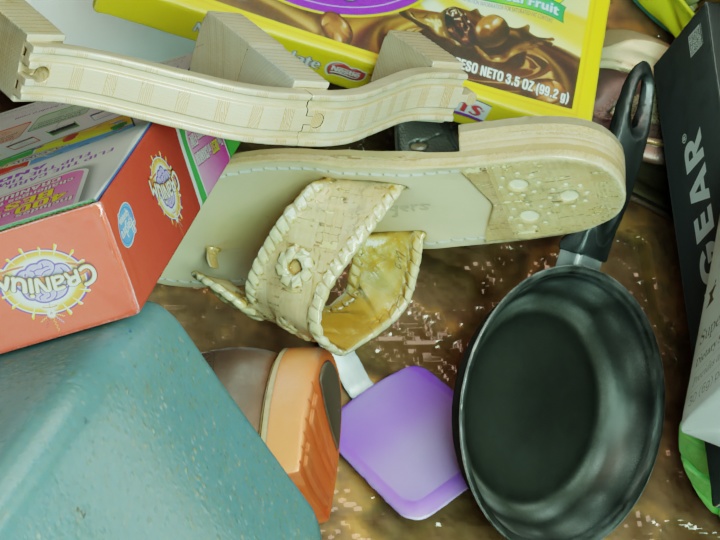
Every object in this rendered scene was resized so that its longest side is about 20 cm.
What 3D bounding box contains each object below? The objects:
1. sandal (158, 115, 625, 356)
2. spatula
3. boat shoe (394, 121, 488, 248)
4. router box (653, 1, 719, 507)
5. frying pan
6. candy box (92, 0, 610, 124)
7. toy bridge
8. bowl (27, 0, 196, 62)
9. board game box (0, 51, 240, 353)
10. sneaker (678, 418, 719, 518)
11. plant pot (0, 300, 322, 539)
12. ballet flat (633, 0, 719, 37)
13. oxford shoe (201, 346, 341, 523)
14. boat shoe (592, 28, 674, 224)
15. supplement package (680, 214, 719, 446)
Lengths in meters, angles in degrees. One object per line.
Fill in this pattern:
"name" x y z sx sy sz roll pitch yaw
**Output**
"sandal" -0.002 -0.003 1.045 0.212 0.078 0.070 -11 53 19
"spatula" -0.021 0.018 1.116 0.057 0.021 0.200 -33 72 -23
"boat shoe" 0.042 -0.101 1.169 0.076 0.072 0.200 2 66 4
"router box" 0.206 -0.001 1.070 0.157 0.052 0.200 6 61 -19
"frying pan" 0.073 0.018 1.077 0.115 0.031 0.190 -11 100 -40
"candy box" 0.001 -0.119 1.090 0.200 0.026 0.102 16 56 -8
"toy bridge" -0.035 -0.067 0.975 0.200 0.027 0.067 1 27 -38
"bowl" -0.090 -0.131 1.144 0.201 0.090 0.201 5 61 -10
"board game box" -0.134 -0.015 0.972 0.153 0.200 0.040 -16 106 13
"sneaker" 0.218 0.078 1.111 0.200 0.077 0.084 14 53 -16
"plant pot" -0.119 0.121 0.909 0.196 0.196 0.200 57 45 -29
"ballet flat" 0.174 -0.113 1.205 0.067 0.067 0.200 -26 69 -20
"oxford shoe" -0.059 0.119 1.034 0.073 0.071 0.200 3 55 15
"boat shoe" 0.165 -0.023 1.139 0.200 0.072 0.072 30 57 -12
"supplement package" 0.205 -0.028 0.979 0.120 0.121 0.200 22 56 -10
